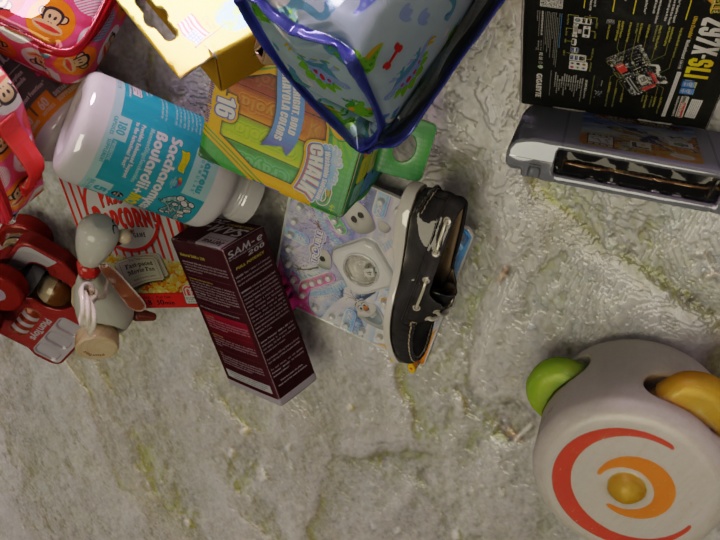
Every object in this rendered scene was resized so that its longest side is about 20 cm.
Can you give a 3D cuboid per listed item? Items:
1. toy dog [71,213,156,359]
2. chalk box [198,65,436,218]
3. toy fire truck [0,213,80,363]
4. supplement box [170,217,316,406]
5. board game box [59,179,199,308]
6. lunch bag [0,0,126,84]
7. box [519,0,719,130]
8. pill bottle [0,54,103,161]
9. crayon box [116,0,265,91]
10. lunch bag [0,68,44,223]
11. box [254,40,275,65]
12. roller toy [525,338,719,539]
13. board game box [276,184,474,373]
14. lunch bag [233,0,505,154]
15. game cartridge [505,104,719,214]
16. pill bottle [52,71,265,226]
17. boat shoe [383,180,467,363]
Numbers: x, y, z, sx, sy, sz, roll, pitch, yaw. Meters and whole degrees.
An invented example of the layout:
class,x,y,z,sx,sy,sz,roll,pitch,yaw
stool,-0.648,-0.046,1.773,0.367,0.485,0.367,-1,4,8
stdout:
class,x,y,z,sx,sy,sz,roll,pitch,yaw
toy dog,-0.271,0.020,0.921,0.200,0.096,0.133,140,124,-62
chalk box,-0.030,-0.141,0.772,0.199,0.124,0.125,24,124,11
toy fire truck,-0.416,0.035,1.060,0.168,0.113,0.200,33,129,-25
supplement box,-0.130,0.045,0.926,0.108,0.061,0.201,13,128,46
board game box,-0.260,-0.054,0.966,0.151,0.046,0.201,-3,115,25
lunch bag,-0.323,-0.297,0.803,0.199,0.177,0.082,24,162,-4
box,0.203,-0.187,0.618,0.159,0.050,0.200,10,160,14
pill bottle,-0.369,-0.224,0.882,0.200,0.116,0.116,45,125,-4
crayon box,-0.100,-0.240,0.695,0.127,0.199,0.051,51,164,17
lunch bag,-0.385,-0.140,0.806,0.176,0.082,0.200,34,150,10
box,0.021,-0.239,0.665,0.021,0.199,0.164,50,132,36
roller toy,0.267,0.174,0.800,0.199,0.140,0.183,-9,113,26
board game box,0.000,0.000,0.879,0.199,0.026,0.201,24,131,10
lunch bag,0.025,-0.188,0.592,0.127,0.200,0.170,34,85,16
game cartridge,0.226,-0.096,0.676,0.199,0.133,0.042,12,121,12
pill bottle,-0.197,-0.113,0.833,0.199,0.111,0.111,19,130,-29
boat shoe,0.066,0.012,0.791,0.060,0.074,0.201,17,121,22
